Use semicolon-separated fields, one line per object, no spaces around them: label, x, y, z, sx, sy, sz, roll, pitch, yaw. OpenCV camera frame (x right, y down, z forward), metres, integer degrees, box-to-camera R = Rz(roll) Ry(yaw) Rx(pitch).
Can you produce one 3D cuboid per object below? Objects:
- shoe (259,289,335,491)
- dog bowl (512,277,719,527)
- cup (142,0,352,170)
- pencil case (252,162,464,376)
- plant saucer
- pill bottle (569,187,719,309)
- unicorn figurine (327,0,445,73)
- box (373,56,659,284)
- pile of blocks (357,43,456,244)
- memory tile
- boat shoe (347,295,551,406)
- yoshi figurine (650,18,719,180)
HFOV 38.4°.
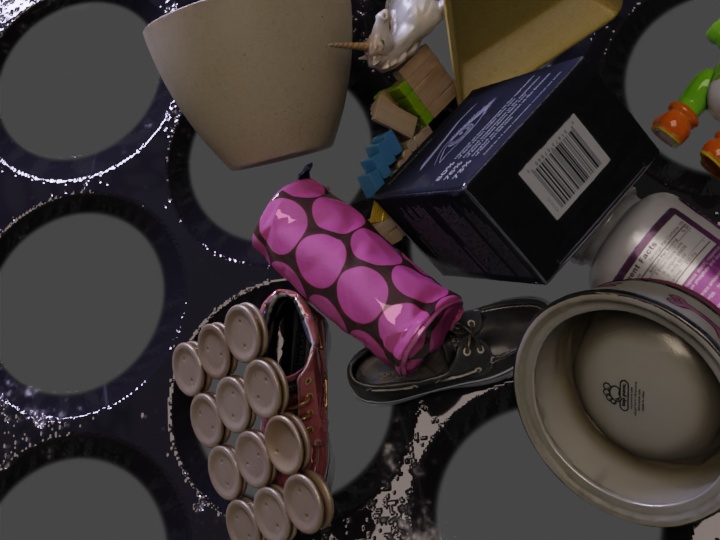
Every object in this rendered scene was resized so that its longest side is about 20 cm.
shoe;-0.064;0.120;0.913;0.071;0.091;0.202;-2;72;12
dog bowl;0.224;0.096;0.819;0.200;0.201;0.074;38;42;20
cup;-0.091;-0.176;0.978;0.198;0.200;0.145;-12;95;8
pencil case;0.000;0.000;0.893;0.093;0.091;0.200;-21;54;-43
plant saucer;0.148;-0.263;0.924;0.199;0.201;0.049;-33;59;-10
pill bottle;0.265;0.006;0.869;0.200;0.112;0.112;40;84;21
unicorn figurine;0.050;-0.254;0.973;0.074;0.200;0.138;33;105;-1
box;0.121;-0.078;0.864;0.148;0.200;0.104;-47;105;-11
pile of blocks;0.026;-0.114;0.979;0.082;0.062;0.202;26;72;-27
memory tile;-0.097;0.139;0.895;0.153;0.017;0.202;-34;73;46
boat shoe;0.082;0.072;0.916;0.198;0.057;0.069;-21;69;5
yoshi figurine;0.357;-0.183;0.935;0.201;0.112;0.112;-54;29;7
